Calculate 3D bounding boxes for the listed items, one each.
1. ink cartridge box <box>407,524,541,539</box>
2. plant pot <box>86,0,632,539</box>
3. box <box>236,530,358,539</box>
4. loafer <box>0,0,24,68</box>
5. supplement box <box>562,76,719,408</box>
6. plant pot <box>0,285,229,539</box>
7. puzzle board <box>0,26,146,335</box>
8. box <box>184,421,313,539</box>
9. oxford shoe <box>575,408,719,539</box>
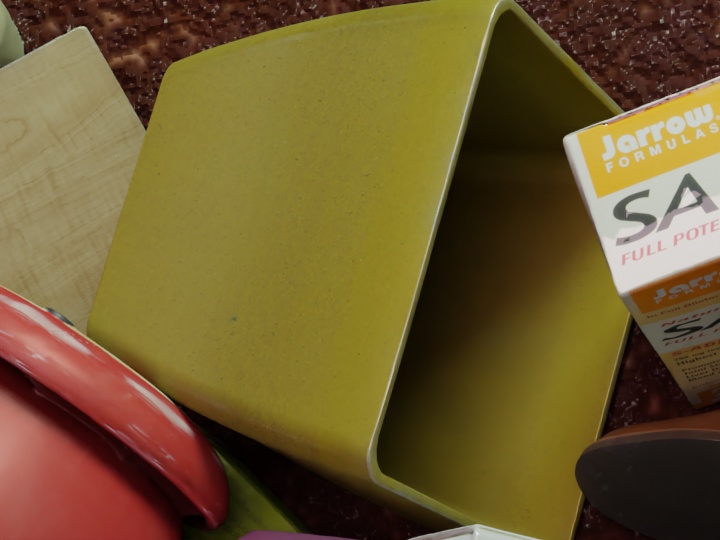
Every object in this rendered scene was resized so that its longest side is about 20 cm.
[{"bbox_3d":[0.099,0.190,0.947,0.199,0.083,0.146,15,75,-22],"label":"ink cartridge box"},{"bbox_3d":[0.000,0.000,1.090,0.175,0.200,0.201,10,77,31],"label":"plant pot"},{"bbox_3d":[-0.037,0.225,0.998,0.096,0.176,0.201,5,100,20],"label":"box"},{"bbox_3d":[-0.248,-0.124,1.263,0.199,0.068,0.076,20,76,38],"label":"loafer"},{"bbox_3d":[0.170,-0.015,1.028,0.125,0.200,0.074,-21,69,11],"label":"supplement box"},{"bbox_3d":[-0.163,0.114,1.048,0.200,0.201,0.183,30,76,22],"label":"plant pot"},{"bbox_3d":[-0.177,-0.002,1.161,0.199,0.017,0.151,-31,94,-16],"label":"puzzle board"},{"bbox_3d":[-0.099,0.184,1.135,0.200,0.048,0.122,-47,66,-1],"label":"box"},{"bbox_3d":[0.192,0.077,1.078,0.199,0.072,0.071,-5,39,22],"label":"oxford shoe"}]
